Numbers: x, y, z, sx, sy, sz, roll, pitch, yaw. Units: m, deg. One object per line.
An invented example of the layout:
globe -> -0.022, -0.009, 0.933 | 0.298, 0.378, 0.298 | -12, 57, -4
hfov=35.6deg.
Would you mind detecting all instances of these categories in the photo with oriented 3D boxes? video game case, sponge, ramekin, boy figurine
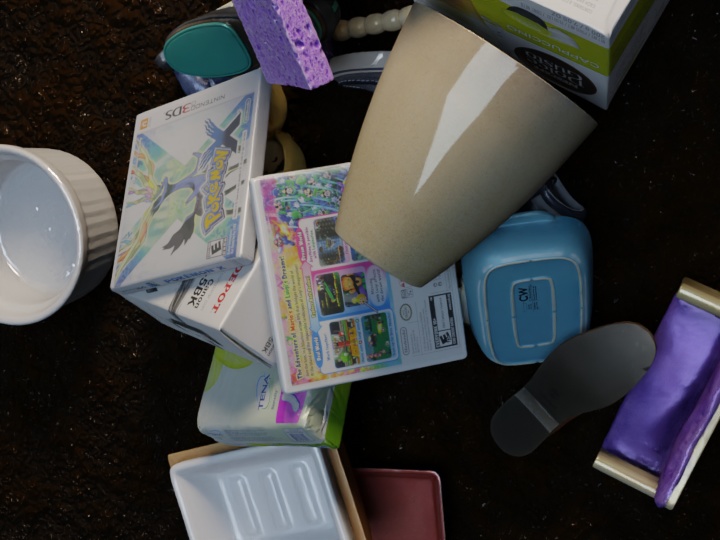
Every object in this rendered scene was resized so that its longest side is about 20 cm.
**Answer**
video game case -> -0.167, -0.086, 1.103 | 0.182, 0.022, 0.201 | -13, 64, 36
sponge -> -0.090, -0.254, 0.977 | 0.030, 0.112, 0.201 | -30, 114, -15
ramekin -> -0.373, -0.046, 1.273 | 0.200, 0.098, 0.201 | 4, 102, 21
boy figurine -> -0.131, -0.161, 1.175 | 0.124, 0.064, 0.200 | -39, 81, 20
video game case -> 0.000, 0.000, 1.042 | 0.181, 0.024, 0.201 | -10, 96, -14

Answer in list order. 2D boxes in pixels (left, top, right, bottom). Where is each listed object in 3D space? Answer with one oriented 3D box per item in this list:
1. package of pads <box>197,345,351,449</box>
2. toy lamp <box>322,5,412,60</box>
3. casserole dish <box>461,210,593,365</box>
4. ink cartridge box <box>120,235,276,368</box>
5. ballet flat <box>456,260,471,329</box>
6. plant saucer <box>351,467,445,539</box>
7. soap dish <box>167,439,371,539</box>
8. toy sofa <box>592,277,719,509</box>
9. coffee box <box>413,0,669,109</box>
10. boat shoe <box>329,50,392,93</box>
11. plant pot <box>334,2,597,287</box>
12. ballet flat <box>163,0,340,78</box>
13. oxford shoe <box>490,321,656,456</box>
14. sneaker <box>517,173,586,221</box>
package of pads -> -0.077, 0.078, 1.131 | 0.154, 0.068, 0.201 | -7, 61, 38
toy lamp -> 0.020, -0.245, 1.104 | 0.199, 0.058, 0.058 | -6, 98, 20
casserole dish -> 0.160, 0.027, 1.047 | 0.121, 0.039, 0.200 | -8, 136, 5
ink cartridge box -> -0.135, -0.004, 1.120 | 0.200, 0.083, 0.147 | 15, 71, 47
ballet flat -> 0.084, 0.013, 1.120 | 0.200, 0.068, 0.068 | 30, 108, 14
plant saucer -> 0.005, 0.306, 1.225 | 0.199, 0.037, 0.201 | -2, 99, 22
soap dish -> -0.091, 0.245, 1.188 | 0.199, 0.081, 0.158 | -16, 94, 23
toy sofa -> 0.294, 0.114, 1.041 | 0.083, 0.098, 0.201 | 26, 109, 15
coffee box -> 0.168, -0.285, 0.933 | 0.199, 0.198, 0.200 | 30, 89, 14
boat shoe -> 0.062, -0.162, 1.090 | 0.199, 0.075, 0.093 | 5, 94, 20
plant pot -> 0.069, -0.093, 0.963 | 0.187, 0.187, 0.200 | 35, 98, 12
ballet flat -> -0.102, -0.236, 1.102 | 0.199, 0.073, 0.073 | -6, 98, 33
oxford shoe -> 0.208, 0.103, 1.074 | 0.200, 0.071, 0.071 | -42, 79, 38
sneaker -> 0.121, -0.063, 1.088 | 0.199, 0.070, 0.109 | 25, 113, 8
